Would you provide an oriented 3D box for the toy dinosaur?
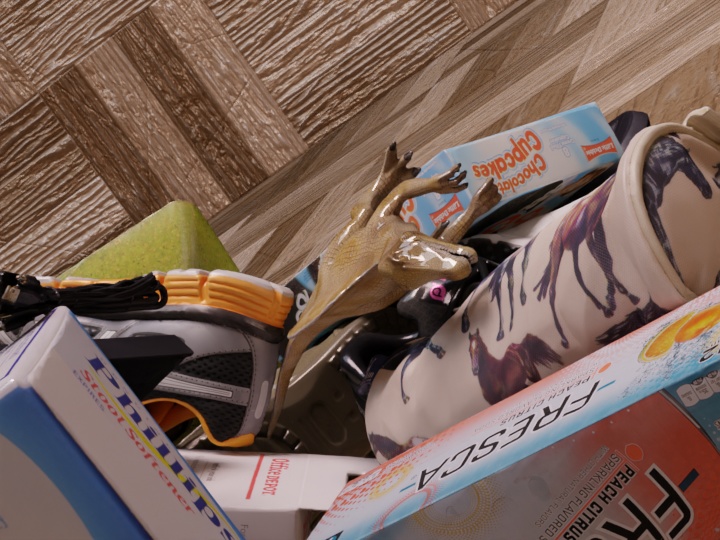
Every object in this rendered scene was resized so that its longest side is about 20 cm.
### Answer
[{"bbox_3d":[0.000,0.000,0.763,0.101,0.058,0.200,-46,2,-30],"label":"toy dinosaur"}]

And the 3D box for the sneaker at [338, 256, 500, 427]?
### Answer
[{"bbox_3d":[0.061,0.031,0.806,0.199,0.084,0.077,-30,11,38],"label":"sneaker"}]

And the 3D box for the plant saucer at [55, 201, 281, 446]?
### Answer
[{"bbox_3d":[-0.130,0.088,1.013,0.199,0.200,0.048,-33,41,-2],"label":"plant saucer"}]

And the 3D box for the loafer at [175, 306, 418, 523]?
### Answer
[{"bbox_3d":[-0.044,0.097,0.939,0.199,0.076,0.067,-35,3,-24],"label":"loafer"}]

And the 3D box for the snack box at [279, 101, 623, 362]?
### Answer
[{"bbox_3d":[0.039,-0.018,0.961,0.115,0.037,0.200,-21,-12,-39],"label":"snack box"}]

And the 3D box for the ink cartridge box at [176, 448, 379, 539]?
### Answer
[{"bbox_3d":[-0.080,0.118,0.759,0.197,0.068,0.117,2,5,1],"label":"ink cartridge box"}]

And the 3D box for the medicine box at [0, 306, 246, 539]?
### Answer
[{"bbox_3d":[-0.129,0.149,0.615,0.199,0.183,0.103,-36,9,8],"label":"medicine box"}]

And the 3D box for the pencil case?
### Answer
[{"bbox_3d":[0.077,0.022,0.683,0.200,0.077,0.090,-44,40,46],"label":"pencil case"}]

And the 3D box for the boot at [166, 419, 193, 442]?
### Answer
[{"bbox_3d":[-0.178,0.140,0.854,0.185,0.065,0.201,-20,28,21],"label":"boot"}]

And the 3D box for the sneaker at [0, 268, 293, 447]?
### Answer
[{"bbox_3d":[-0.122,0.044,0.844,0.198,0.078,0.078,-4,-11,35],"label":"sneaker"}]

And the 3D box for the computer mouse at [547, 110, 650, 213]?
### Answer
[{"bbox_3d":[0.114,-0.030,1.045,0.200,0.046,0.141,-44,11,34],"label":"computer mouse"}]

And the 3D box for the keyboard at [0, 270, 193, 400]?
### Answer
[{"bbox_3d":[-0.134,0.037,0.685,0.127,0.021,0.199,-42,-19,24],"label":"keyboard"}]

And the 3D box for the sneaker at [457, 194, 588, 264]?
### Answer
[{"bbox_3d":[0.115,-0.002,0.873,0.080,0.074,0.199,-25,3,-41],"label":"sneaker"}]

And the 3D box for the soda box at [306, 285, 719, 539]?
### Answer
[{"bbox_3d":[0.070,0.076,0.603,0.199,0.064,0.068,-32,9,34],"label":"soda box"}]
